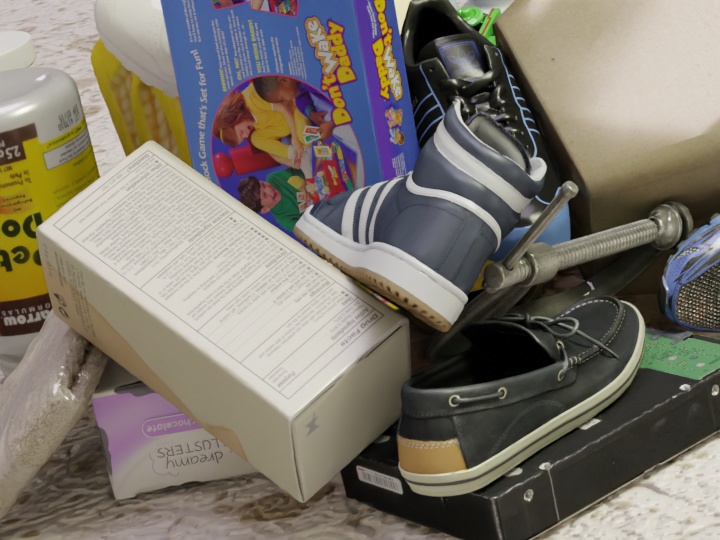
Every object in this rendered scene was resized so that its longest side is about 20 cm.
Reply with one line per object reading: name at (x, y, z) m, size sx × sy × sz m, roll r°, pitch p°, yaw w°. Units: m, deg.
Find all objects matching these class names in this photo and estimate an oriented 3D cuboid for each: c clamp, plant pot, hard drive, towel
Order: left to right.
towel at (-0.180, 0.061, 1.518) m, size 0.133 × 0.034 × 0.200 m, roll -51°, pitch 12°, yaw 30°
hard drive at (0.104, 0.085, 1.409) m, size 0.199 × 0.038 × 0.139 m, roll -27°, pitch 24°, yaw -32°
c clamp at (0.118, 0.001, 1.430) m, size 0.200 × 0.027 × 0.171 m, roll -12°, pitch -27°, yaw -52°
plant pot at (0.188, -0.098, 1.549) m, size 0.176 × 0.200 × 0.200 m, roll -23°, pitch 61°, yaw -5°

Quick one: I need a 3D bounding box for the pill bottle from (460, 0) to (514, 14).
pill bottle at (0.124, -0.133, 1.756) m, size 0.112 × 0.201 × 0.113 m, roll -12°, pitch 19°, yaw 4°

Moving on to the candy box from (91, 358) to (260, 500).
candy box at (-0.065, 0.053, 1.556) m, size 0.167 × 0.072 × 0.200 m, roll -10°, pitch 19°, yaw 5°

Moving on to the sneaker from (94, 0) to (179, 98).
sneaker at (-0.069, -0.135, 1.604) m, size 0.199 × 0.077 × 0.081 m, roll 24°, pitch -15°, yaw -5°

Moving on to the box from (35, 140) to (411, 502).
box at (-0.073, 0.025, 1.402) m, size 0.095 × 0.078 × 0.200 m, roll -38°, pitch 57°, yaw -26°

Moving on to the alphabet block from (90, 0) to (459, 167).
alphabet block at (-0.046, -0.116, 1.752) m, size 0.199 × 0.196 × 0.196 m, roll -19°, pitch -8°, yaw -20°

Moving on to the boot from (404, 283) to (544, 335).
boot at (0.113, -0.023, 1.649) m, size 0.199 × 0.073 × 0.156 m, roll -15°, pitch 19°, yaw 0°

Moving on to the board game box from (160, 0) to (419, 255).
board game box at (-0.041, -0.109, 1.503) m, size 0.134 × 0.201 × 0.045 m, roll 1°, pitch 20°, yaw 32°

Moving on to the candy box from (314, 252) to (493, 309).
candy box at (0.000, 0.000, 1.518) m, size 0.199 × 0.027 × 0.102 m, roll -13°, pitch 22°, yaw -10°

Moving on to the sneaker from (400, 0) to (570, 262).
sneaker at (0.065, -0.083, 1.492) m, size 0.070 × 0.078 × 0.200 m, roll -17°, pitch 39°, yaw -12°

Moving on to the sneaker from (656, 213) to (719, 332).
sneaker at (0.265, 0.006, 1.448) m, size 0.199 × 0.076 × 0.079 m, roll -6°, pitch 28°, yaw -4°

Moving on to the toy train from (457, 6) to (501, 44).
toy train at (0.060, -0.101, 1.609) m, size 0.056 × 0.042 × 0.200 m, roll 3°, pitch 40°, yaw 23°

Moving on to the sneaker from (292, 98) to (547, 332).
sneaker at (0.033, -0.036, 1.389) m, size 0.109 × 0.070 × 0.200 m, roll -58°, pitch 19°, yaw -1°

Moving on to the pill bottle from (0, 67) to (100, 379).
pill bottle at (-0.213, -0.021, 1.664) m, size 0.109 × 0.201 × 0.109 m, roll -12°, pitch 19°, yaw 4°

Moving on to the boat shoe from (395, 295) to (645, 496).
boat shoe at (0.087, 0.051, 1.366) m, size 0.074 × 0.063 × 0.200 m, roll 1°, pitch 22°, yaw 41°

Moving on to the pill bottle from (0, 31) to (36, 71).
pill bottle at (-0.240, -0.057, 1.783) m, size 0.112 × 0.201 × 0.113 m, roll -12°, pitch 19°, yaw 4°
